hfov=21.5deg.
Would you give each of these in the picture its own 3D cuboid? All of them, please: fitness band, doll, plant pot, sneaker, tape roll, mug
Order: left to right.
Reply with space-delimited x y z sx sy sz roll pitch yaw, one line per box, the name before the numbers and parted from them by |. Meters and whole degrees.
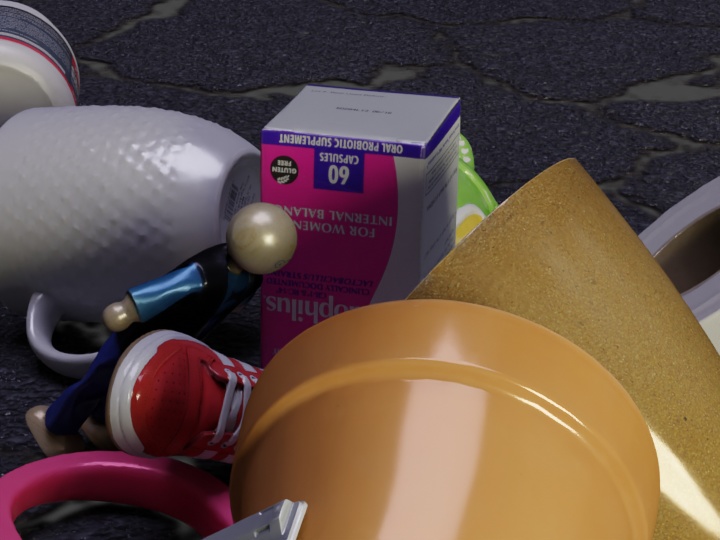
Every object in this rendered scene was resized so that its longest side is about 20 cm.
mug | -0.155 -0.016 1.268 0.175 0.148 0.201 2 56 27
fitness band | -0.119 0.147 0.981 0.143 0.038 0.200 -9 24 -26
doll | -0.106 0.030 1.081 0.049 0.200 0.136 52 29 15
sneaker | -0.052 0.084 1.031 0.112 0.072 0.200 14 -4 23
plant pot | 0.029 0.132 0.835 0.199 0.201 0.140 5 36 9
plant pot | 0.118 0.077 0.964 0.200 0.187 0.186 43 34 11
tape roll | 0.227 0.013 1.157 0.202 0.071 0.203 -37 14 11

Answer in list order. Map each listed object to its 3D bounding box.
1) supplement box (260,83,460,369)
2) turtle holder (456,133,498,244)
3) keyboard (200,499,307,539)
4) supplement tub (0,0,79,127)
supplement box | 0.000 0.000 1.149 0.101 0.201 0.103 6 22 13
turtle holder | 0.032 -0.008 1.300 0.185 0.141 0.132 31 33 -8
keyboard | -0.096 0.152 0.817 0.200 0.011 0.056 -31 33 39
supplement tub | -0.309 -0.147 1.609 0.140 0.141 0.200 -1 21 -7
